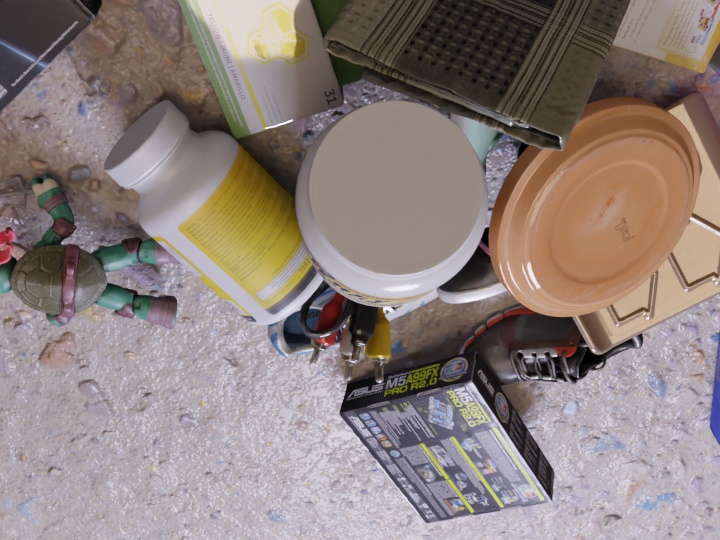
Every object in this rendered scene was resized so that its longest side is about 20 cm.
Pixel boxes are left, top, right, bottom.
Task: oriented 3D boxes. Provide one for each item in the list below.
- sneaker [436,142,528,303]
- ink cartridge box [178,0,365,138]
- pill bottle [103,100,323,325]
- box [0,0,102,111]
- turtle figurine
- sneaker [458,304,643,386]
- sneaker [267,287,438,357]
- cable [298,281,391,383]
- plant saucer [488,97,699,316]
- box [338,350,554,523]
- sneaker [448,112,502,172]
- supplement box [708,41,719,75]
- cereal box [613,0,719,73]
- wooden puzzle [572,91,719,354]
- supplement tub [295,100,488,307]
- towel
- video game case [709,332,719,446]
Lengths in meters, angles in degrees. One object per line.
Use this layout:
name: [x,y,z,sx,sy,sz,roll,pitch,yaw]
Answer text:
sneaker: [0.138,-0.055,0.853,0.199,0.071,0.099,-32,124,2]
ink cartridge box: [-0.037,-0.209,0.814,0.198,0.048,0.146,-16,121,7]
pill bottle: [-0.124,-0.051,0.864,0.112,0.112,0.200,-36,118,16]
box: [-0.336,-0.204,0.789,0.200,0.044,0.160,-37,118,17]
turtle figurine: [-0.266,0.001,0.897,0.198,0.101,0.151,6,121,-16]
sneaker: [0.192,0.080,0.994,0.199,0.082,0.077,-24,121,9]
sneaker: [0.003,0.035,0.955,0.199,0.073,0.072,-22,120,7]
cable: [0.000,0.000,0.909,0.096,0.050,0.202,16,80,-11]
plant saucer: [0.203,-0.046,0.823,0.199,0.032,0.202,-13,126,-18]
box: [0.095,0.184,1.044,0.159,0.044,0.200,-18,123,28]
sneaker: [0.134,-0.140,0.836,0.117,0.074,0.201,1,136,3]
supplement box: [0.417,-0.187,0.838,0.198,0.101,0.104,10,121,-11]
cereal box: [0.226,-0.261,0.811,0.198,0.040,0.145,14,119,-13]
wooden puzzle: [0.267,-0.043,0.928,0.199,0.046,0.186,-29,103,7]
supplement tub: [0.022,-0.048,0.764,0.143,0.200,0.146,0,85,-1]
towel: [0.091,-0.185,0.728,0.191,0.201,0.035,26,146,9]
video game case: [0.478,0.095,1.052,0.180,0.046,0.201,-8,122,-2]
